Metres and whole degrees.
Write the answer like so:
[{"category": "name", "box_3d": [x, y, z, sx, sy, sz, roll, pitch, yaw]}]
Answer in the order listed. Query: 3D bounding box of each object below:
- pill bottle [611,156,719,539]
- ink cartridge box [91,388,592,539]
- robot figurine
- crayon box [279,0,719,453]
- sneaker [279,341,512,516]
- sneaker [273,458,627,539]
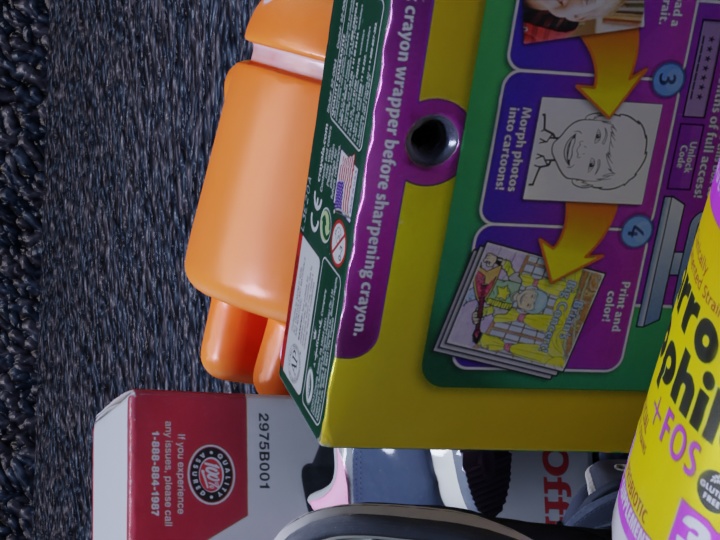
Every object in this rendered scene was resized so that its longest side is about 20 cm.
[{"category": "pill bottle", "box_3d": [0.136, 0.005, 0.549, 0.105, 0.103, 0.202, -111, 29, -56]}, {"category": "ink cartridge box", "box_3d": [-0.006, 0.128, 0.865, 0.083, 0.198, 0.147, 144, 127, -67]}, {"category": "robot figurine", "box_3d": [-0.009, -0.043, 0.906, 0.144, 0.115, 0.202, -117, 43, -84]}, {"category": "crayon box", "box_3d": [0.076, -0.046, 0.647, 0.058, 0.171, 0.202, -127, 42, -61]}, {"category": "sneaker", "box_3d": [0.000, 0.000, 0.809, 0.070, 0.081, 0.202, 14, -114, -63]}, {"category": "sneaker", "box_3d": [0.054, 0.102, 0.661, 0.146, 0.201, 0.078, -126, 56, -71]}]
